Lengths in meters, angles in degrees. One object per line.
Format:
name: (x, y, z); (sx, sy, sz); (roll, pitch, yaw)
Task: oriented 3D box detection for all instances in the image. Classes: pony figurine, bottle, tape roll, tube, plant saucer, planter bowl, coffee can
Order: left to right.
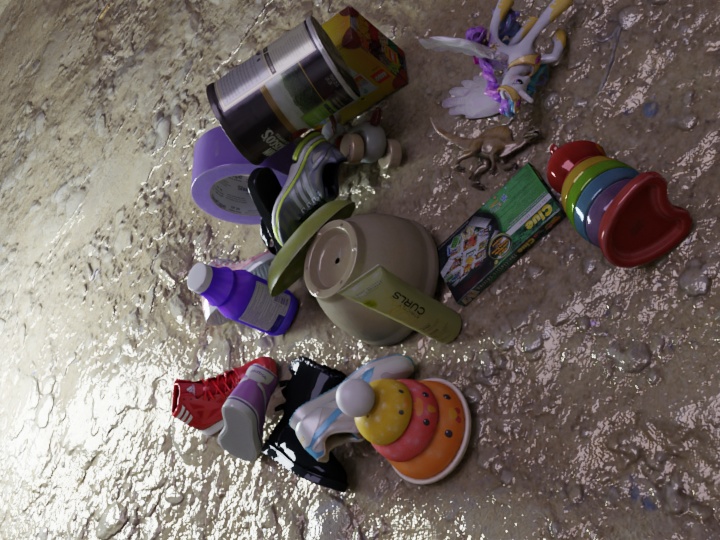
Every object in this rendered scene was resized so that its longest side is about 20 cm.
bottle: (-0.193, 0.042, 1.561); (0.065, 0.199, 0.084); (25, 89, 47)
tape roll: (-0.194, -0.165, 1.665); (0.198, 0.199, 0.086); (-21, 57, 35)
coffee can: (-0.120, -0.280, 1.493); (0.199, 0.146, 0.147); (-31, 50, 12)
plant saucer: (-0.085, -0.042, 1.518); (0.031, 0.200, 0.201); (41, 103, 7)
planter bowl: (0.000, 0.000, 1.429); (0.199, 0.134, 0.203); (-23, 58, 42)
tube: (0.061, 0.048, 1.314); (0.052, 0.199, 0.059); (26, 87, 49)
pony figurine: (0.205, -0.315, 1.412); (0.191, 0.167, 0.201); (13, 64, 38)

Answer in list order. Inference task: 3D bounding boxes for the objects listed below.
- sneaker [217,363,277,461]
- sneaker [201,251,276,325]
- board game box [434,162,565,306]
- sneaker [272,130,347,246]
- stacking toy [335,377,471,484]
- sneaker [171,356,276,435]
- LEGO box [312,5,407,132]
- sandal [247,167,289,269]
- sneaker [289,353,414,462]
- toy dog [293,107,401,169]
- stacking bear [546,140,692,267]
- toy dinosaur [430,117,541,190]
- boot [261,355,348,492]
sneaker: (-0.168, 0.221, 1.510); (0.201, 0.072, 0.115); (108, -173, -54)
sneaker: (-0.217, 0.002, 1.694); (0.200, 0.075, 0.106); (-40, 52, 28)
board game box: (0.194, -0.051, 1.365); (0.200, 0.023, 0.105); (-43, 44, 21)
sneaker: (-0.082, -0.118, 1.537); (0.081, 0.073, 0.202); (32, 116, 30)
stacking toy: (0.040, 0.193, 1.261); (0.145, 0.199, 0.148); (-20, 57, 35)
sneaker: (-0.237, 0.201, 1.586); (0.200, 0.115, 0.079); (-43, 46, 20)
LEGO box: (-0.042, -0.337, 1.641); (0.199, 0.148, 0.078); (-28, 52, 31)
sandal: (-0.142, -0.080, 1.600); (0.047, 0.202, 0.075); (-1, 30, 37)
sneaker: (0.000, 0.195, 1.369); (0.199, 0.077, 0.081); (-34, 64, -7)
toy dog: (-0.009, -0.236, 1.592); (0.199, 0.131, 0.098); (25, 110, 38)
stacking bear: (0.308, -0.101, 1.224); (0.114, 0.121, 0.201); (-43, 36, 9)
toy dinosaur: (0.181, -0.178, 1.430); (0.198, 0.058, 0.102); (9, 61, 38)
boot: (-0.065, 0.227, 1.442); (0.197, 0.073, 0.164); (17, 82, 51)
